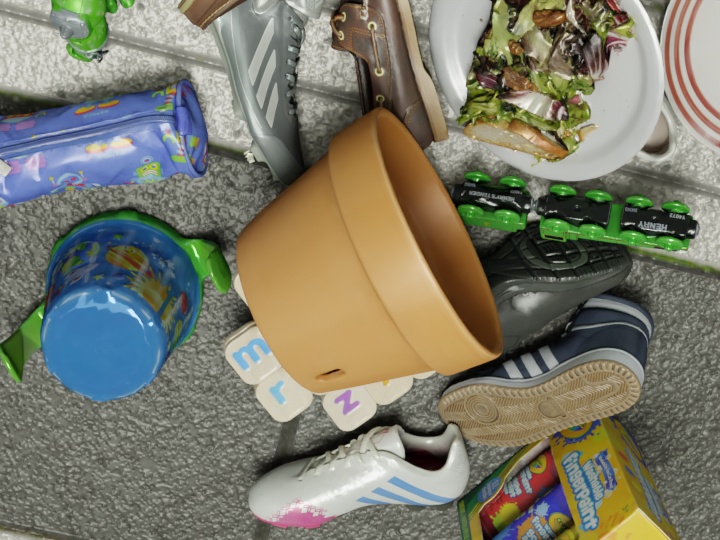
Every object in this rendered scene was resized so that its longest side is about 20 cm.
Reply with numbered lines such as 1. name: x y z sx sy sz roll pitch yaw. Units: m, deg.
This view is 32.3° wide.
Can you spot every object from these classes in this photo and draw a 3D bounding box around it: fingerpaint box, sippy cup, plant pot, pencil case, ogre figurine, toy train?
1. fingerpaint box: 0.169 0.217 1.045 0.167 0.200 0.073 -42 106 14
2. sippy cup: -0.199 0.036 1.005 0.139 0.131 0.179 29 107 -12
3. plant pot: 0.000 0.000 0.921 0.139 0.200 0.201 -26 109 14
4. pencil case: -0.220 -0.097 0.979 0.198 0.087 0.079 -10 89 2
5. ogre figurine: -0.190 -0.244 0.905 0.098 0.120 0.201 33 107 -13
6. toy train: 0.170 -0.043 0.999 0.198 0.056 0.042 10 75 13

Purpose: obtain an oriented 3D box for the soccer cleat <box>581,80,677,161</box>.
1. soccer cleat: 0.180 -0.164 0.966 0.069 0.078 0.200 -43 106 14

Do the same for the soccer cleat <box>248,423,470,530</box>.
1. soccer cleat: -0.001 0.171 1.091 0.198 0.070 0.087 -6 128 -8

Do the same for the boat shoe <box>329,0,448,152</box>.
1. boat shoe: 0.011 -0.180 0.959 0.070 0.070 0.202 -17 110 1

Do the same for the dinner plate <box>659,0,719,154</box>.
1. dinner plate: 0.335 -0.184 0.992 0.198 0.024 0.202 0 110 -1

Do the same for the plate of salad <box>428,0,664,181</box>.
1. plate of salad: 0.131 -0.152 0.935 0.199 0.048 0.202 24 134 27

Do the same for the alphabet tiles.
1. alphabet tiles: -0.013 0.040 1.046 0.199 0.015 0.196 -35 122 1

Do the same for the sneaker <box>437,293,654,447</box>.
1. sneaker: 0.164 0.083 1.072 0.199 0.109 0.070 -19 116 38

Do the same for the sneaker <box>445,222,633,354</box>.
1. sneaker: 0.132 0.022 1.046 0.198 0.076 0.091 -15 132 -1

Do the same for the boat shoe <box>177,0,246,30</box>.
1. boat shoe: -0.042 -0.229 0.884 0.199 0.072 0.068 -34 105 14

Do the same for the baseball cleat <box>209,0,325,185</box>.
1. baseball cleat: -0.063 -0.168 0.964 0.105 0.070 0.202 -20 111 6
